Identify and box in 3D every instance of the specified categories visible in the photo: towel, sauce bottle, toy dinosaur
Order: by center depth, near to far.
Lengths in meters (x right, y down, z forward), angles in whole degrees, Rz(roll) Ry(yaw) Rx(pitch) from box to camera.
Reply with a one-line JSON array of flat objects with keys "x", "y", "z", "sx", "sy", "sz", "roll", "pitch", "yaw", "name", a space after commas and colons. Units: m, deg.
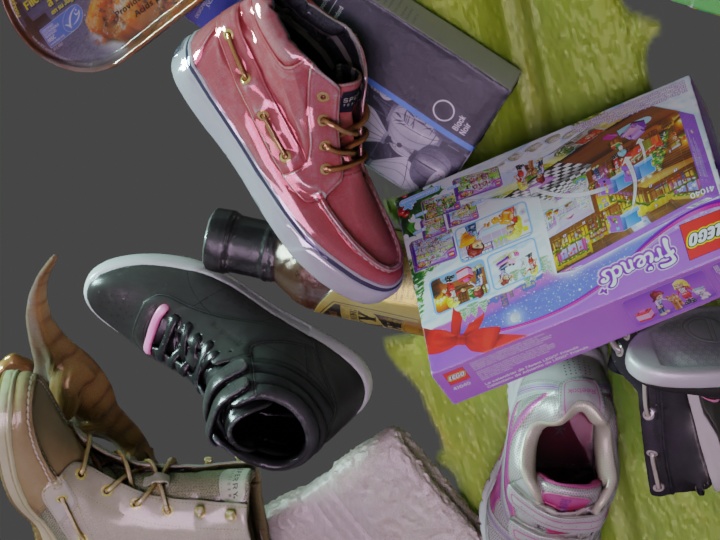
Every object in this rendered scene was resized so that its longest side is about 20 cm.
[{"x": 0.000, "y": 0.000, "z": 1.732, "sx": 0.199, "sy": 0.065, "sz": 0.065, "roll": 13, "pitch": 117, "yaw": 11, "name": "sauce bottle"}, {"x": -0.201, "y": 0.067, "z": 1.828, "sx": 0.106, "sy": 0.061, "sz": 0.201, "roll": -21, "pitch": 123, "yaw": 13, "name": "toy dinosaur"}, {"x": 0.037, "y": 0.206, "z": 1.836, "sx": 0.132, "sy": 0.035, "sz": 0.200, "roll": -34, "pitch": 101, "yaw": 25, "name": "towel"}]

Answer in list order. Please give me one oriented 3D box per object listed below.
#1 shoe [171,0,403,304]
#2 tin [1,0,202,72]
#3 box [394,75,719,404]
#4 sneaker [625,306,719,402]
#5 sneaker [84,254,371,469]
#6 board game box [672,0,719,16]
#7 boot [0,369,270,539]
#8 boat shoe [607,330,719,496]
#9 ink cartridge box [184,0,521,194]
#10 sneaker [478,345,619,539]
[{"x": -0.023, "y": -0.077, "z": 1.646, "sx": 0.091, "sy": 0.071, "sz": 0.200, "roll": -35, "pitch": 95, "yaw": 37, "name": "shoe"}, {"x": -0.137, "y": -0.203, "z": 1.677, "sx": 0.199, "sy": 0.042, "sz": 0.112, "roll": -33, "pitch": 96, "yaw": 29, "name": "tin"}, {"x": 0.126, "y": -0.018, "z": 1.631, "sx": 0.199, "sy": 0.137, "sz": 0.039, "roll": -22, "pitch": 140, "yaw": 14, "name": "box"}, {"x": 0.232, "y": 0.075, "z": 1.645, "sx": 0.071, "sy": 0.199, "sz": 0.100, "roll": 45, "pitch": 130, "yaw": 41, "name": "sneaker"}, {"x": -0.096, "y": 0.058, "z": 1.756, "sx": 0.199, "sy": 0.099, "sz": 0.071, "roll": 25, "pitch": 121, "yaw": 4, "name": "sneaker"}, {"x": 0.282, "y": -0.176, "z": 1.590, "sx": 0.199, "sy": 0.030, "sz": 0.096, "roll": 16, "pitch": 117, "yaw": 5, "name": "board game box"}, {"x": -0.145, "y": 0.136, "z": 1.783, "sx": 0.154, "sy": 0.072, "sz": 0.201, "roll": -5, "pitch": 131, "yaw": 15, "name": "boot"}, {"x": 0.183, "y": 0.054, "z": 1.704, "sx": 0.060, "sy": 0.074, "sz": 0.201, "roll": -12, "pitch": 119, "yaw": 15, "name": "boat shoe"}, {"x": -0.010, "y": -0.133, "z": 1.686, "sx": 0.199, "sy": 0.039, "sz": 0.100, "roll": 33, "pitch": 120, "yaw": 0, "name": "ink cartridge box"}, {"x": 0.120, "y": 0.139, "z": 1.739, "sx": 0.081, "sy": 0.088, "sz": 0.201, "roll": -1, "pitch": 116, "yaw": -3, "name": "sneaker"}]
